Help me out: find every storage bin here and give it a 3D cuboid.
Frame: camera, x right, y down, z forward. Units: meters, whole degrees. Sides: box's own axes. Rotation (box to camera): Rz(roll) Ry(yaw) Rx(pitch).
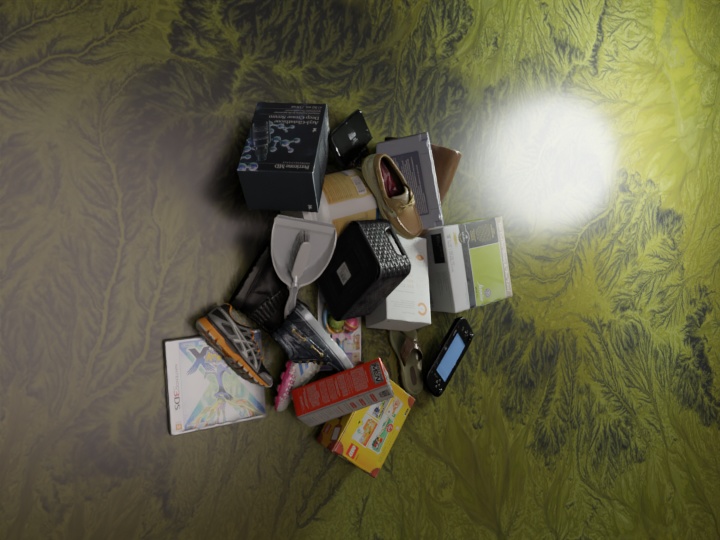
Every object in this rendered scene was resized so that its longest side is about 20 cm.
[{"bbox_3d":[0.000,0.000,1.169,0.092,0.200,0.137,-7,61,-41],"label":"storage bin"}]

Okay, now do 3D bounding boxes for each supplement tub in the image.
[{"bbox_3d":[-0.060,-0.134,1.192,0.196,0.144,0.148,-17,97,-28],"label":"supplement tub"}]

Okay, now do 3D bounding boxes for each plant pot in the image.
[{"bbox_3d":[0.125,-0.190,1.295,0.183,0.186,0.205,8,99,-28],"label":"plant pot"}]

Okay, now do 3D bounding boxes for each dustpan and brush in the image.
[{"bbox_3d":[-0.127,0.003,1.104,0.137,0.057,0.204,7,116,-28],"label":"dustpan and brush"}]

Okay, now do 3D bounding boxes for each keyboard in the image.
[{"bbox_3d":[-0.026,-0.282,1.238,0.106,0.039,0.201,64,32,-21],"label":"keyboard"}]

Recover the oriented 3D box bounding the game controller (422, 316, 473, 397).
[{"bbox_3d":[0.222,0.215,1.389,0.202,0.041,0.105,-56,144,-19],"label":"game controller"}]

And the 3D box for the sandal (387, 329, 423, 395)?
[{"bbox_3d":[0.123,0.201,1.337,0.078,0.057,0.206,-20,98,-28],"label":"sandal"}]

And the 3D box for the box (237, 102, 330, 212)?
[{"bbox_3d":[-0.145,-0.226,1.093,0.144,0.108,0.204,2,54,5],"label":"box"}]

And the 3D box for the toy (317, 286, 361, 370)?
[{"bbox_3d":[-0.039,0.124,1.253,0.113,0.047,0.206,3,88,-31],"label":"toy"}]

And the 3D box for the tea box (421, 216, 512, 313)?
[{"bbox_3d":[0.255,-0.017,1.374,0.193,0.133,0.206,-11,94,-28],"label":"tea box"}]

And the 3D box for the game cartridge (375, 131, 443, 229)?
[{"bbox_3d":[0.101,-0.186,1.202,0.130,0.041,0.205,-8,107,13],"label":"game cartridge"}]

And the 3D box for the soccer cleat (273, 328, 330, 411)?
[{"bbox_3d":[-0.122,0.210,1.182,0.084,0.070,0.204,20,77,-4],"label":"soccer cleat"}]

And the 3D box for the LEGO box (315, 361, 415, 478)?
[{"bbox_3d":[0.015,0.337,1.250,0.149,0.076,0.202,42,70,-30],"label":"LEGO box"}]

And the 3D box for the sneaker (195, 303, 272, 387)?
[{"bbox_3d":[-0.236,0.153,1.102,0.077,0.078,0.201,-48,111,-30],"label":"sneaker"}]

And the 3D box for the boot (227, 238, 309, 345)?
[{"bbox_3d":[-0.163,0.032,1.165,0.156,0.079,0.214,34,83,-17],"label":"boot"}]

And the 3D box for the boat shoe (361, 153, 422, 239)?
[{"bbox_3d":[0.074,-0.151,1.147,0.074,0.066,0.202,-44,109,-23],"label":"boat shoe"}]

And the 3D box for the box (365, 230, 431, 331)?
[{"bbox_3d":[0.083,0.027,1.272,0.122,0.097,0.205,9,71,-29],"label":"box"}]

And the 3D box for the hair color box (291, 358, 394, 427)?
[{"bbox_3d":[-0.035,0.257,1.151,0.196,0.102,0.062,-20,61,2],"label":"hair color box"}]

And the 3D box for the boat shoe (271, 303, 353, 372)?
[{"bbox_3d":[-0.096,0.167,1.136,0.091,0.071,0.201,-42,117,-10],"label":"boat shoe"}]

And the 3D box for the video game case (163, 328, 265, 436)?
[{"bbox_3d":[-0.292,0.222,1.121,0.196,0.022,0.188,-4,91,-30],"label":"video game case"}]
